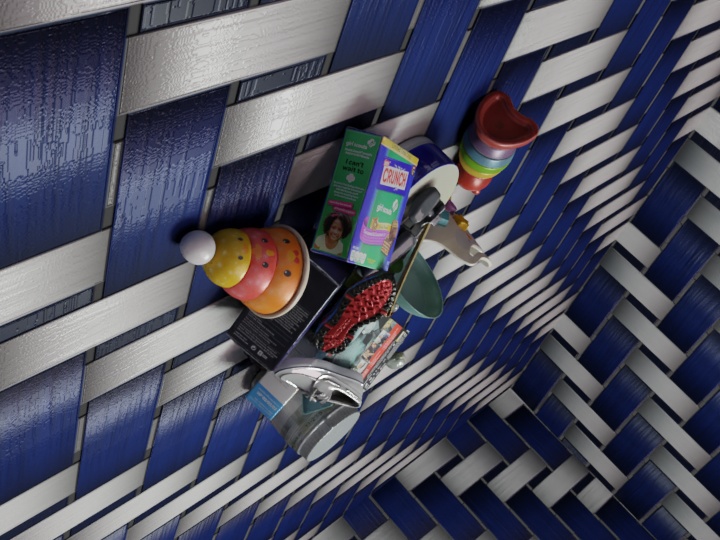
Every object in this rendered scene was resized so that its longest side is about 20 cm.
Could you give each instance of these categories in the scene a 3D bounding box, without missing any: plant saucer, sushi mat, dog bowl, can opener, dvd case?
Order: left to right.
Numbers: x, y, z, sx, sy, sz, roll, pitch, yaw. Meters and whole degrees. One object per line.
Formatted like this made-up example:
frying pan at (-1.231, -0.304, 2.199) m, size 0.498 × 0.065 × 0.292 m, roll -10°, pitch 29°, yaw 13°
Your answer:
plant saucer at (-0.084, 0.185, 1.744) m, size 0.069 × 0.202 × 0.019 m, roll -22°, pitch 142°, yaw 26°
dvd case at (0.007, 0.139, 1.666) m, size 0.147 × 0.022 × 0.200 m, roll -53°, pitch 148°, yaw -2°
can opener at (0.066, -0.068, 1.559) m, size 0.200 × 0.053 × 0.067 m, roll -42°, pitch 127°, yaw -7°
plant saucer at (0.090, 0.016, 1.775) m, size 0.036 × 0.201 × 0.199 m, roll -35°, pitch 165°, yaw 26°
dog bowl at (0.084, -0.141, 1.615) m, size 0.199 × 0.079 × 0.201 m, roll -39°, pitch 158°, yaw -18°
sushi mat at (0.091, -0.015, 1.609) m, size 0.096 × 0.012 × 0.201 m, roll 104°, pitch 10°, yaw -62°

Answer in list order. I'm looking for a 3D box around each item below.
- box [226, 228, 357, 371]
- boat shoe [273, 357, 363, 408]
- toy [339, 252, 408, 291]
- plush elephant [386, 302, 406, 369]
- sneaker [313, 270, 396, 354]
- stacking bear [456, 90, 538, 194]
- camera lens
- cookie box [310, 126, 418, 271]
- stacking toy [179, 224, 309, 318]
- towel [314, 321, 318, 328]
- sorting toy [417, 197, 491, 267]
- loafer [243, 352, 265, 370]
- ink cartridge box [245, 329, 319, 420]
box at (-0.113, 0.047, 1.500) m, size 0.201 × 0.104 × 0.148 m, roll -51°, pitch 179°, yaw 19°
boat shoe at (-0.070, 0.203, 1.581) m, size 0.198 × 0.066 × 0.073 m, roll 16°, pitch 147°, yaw -35°
toy at (0.000, 0.000, 1.658) m, size 0.199 × 0.047 × 0.116 m, roll -15°, pitch -147°, yaw 48°
plush elephant at (0.032, 0.079, 1.797) m, size 0.163 × 0.201 × 0.156 m, roll 18°, pitch 119°, yaw -28°
sneaker at (-0.014, 0.052, 1.521) m, size 0.200 × 0.079 × 0.096 m, roll -42°, pitch -152°, yaw 32°
stacking bear at (0.241, -0.228, 1.723) m, size 0.113 × 0.122 × 0.201 m, roll -36°, pitch 165°, yaw -28°
camera lens at (-0.118, 0.265, 1.813) m, size 0.160 × 0.200 × 0.160 m, roll -39°, pitch 163°, yaw -15°
cookie box at (0.011, -0.110, 1.433) m, size 0.171 × 0.074 × 0.202 m, roll 13°, pitch 93°, yaw -66°
stacking toy at (-0.185, -0.013, 1.313) m, size 0.199 × 0.146 × 0.147 m, roll 15°, pitch 119°, yaw -49°
towel at (-0.026, 0.159, 1.891) m, size 0.036 × 0.150 × 0.199 m, roll -23°, pitch 172°, yaw 26°
sorting toy at (0.186, -0.069, 1.801) m, size 0.107 × 0.180 × 0.199 m, roll -50°, pitch 159°, yaw 16°
loafer at (-0.133, 0.108, 1.692) m, size 0.200 × 0.063 × 0.072 m, roll -43°, pitch 158°, yaw -5°
ink cartridge box at (-0.120, 0.178, 1.677) m, size 0.200 × 0.068 × 0.115 m, roll -48°, pitch 180°, yaw 4°
